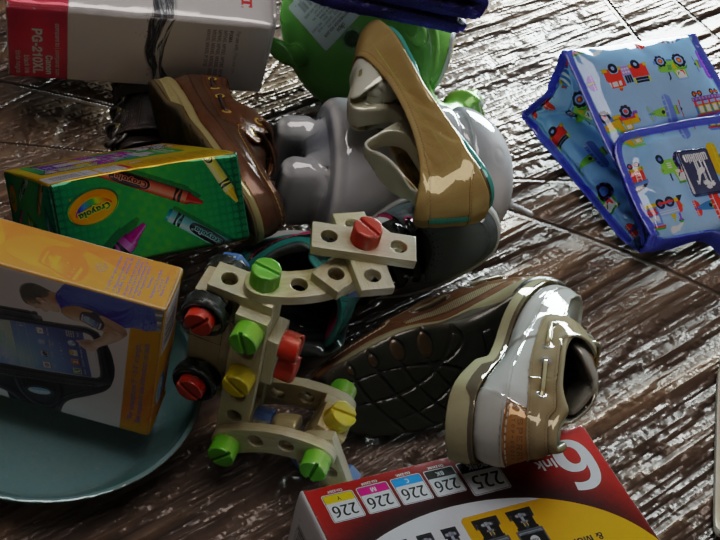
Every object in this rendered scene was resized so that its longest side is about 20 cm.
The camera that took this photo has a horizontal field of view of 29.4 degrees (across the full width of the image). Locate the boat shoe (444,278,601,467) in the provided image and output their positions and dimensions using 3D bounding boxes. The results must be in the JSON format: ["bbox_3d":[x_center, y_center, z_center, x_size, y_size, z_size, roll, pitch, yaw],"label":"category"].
[{"bbox_3d":[0.116,0.066,0.858,0.068,0.075,0.200,5,26,22],"label":"boat shoe"}]

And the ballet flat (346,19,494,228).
[{"bbox_3d":[0.024,-0.105,0.948,0.063,0.069,0.200,-17,48,-15],"label":"ballet flat"}]

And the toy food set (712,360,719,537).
[{"bbox_3d":[0.326,0.128,0.961,0.143,0.061,0.200,17,42,2],"label":"toy food set"}]

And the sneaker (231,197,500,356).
[{"bbox_3d":[0.000,0.000,0.927,0.199,0.084,0.121,-14,17,5],"label":"sneaker"}]

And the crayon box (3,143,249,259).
[{"bbox_3d":[-0.162,-0.046,0.917,0.118,0.058,0.200,-12,11,-20],"label":"crayon box"}]

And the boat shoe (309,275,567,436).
[{"bbox_3d":[0.055,0.056,0.960,0.200,0.076,0.074,-19,19,-23],"label":"boat shoe"}]

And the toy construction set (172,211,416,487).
[{"bbox_3d":[-0.041,0.052,0.830,0.131,0.200,0.092,20,31,6],"label":"toy construction set"}]

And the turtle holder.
[{"bbox_3d":[0.029,-0.198,1.165,0.185,0.141,0.132,22,26,17],"label":"turtle holder"}]

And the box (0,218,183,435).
[{"bbox_3d":[-0.211,0.024,0.815,0.199,0.119,0.042,14,45,-1],"label":"box"}]

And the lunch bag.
[{"bbox_3d":[0.258,-0.094,1.175,0.150,0.094,0.200,-12,61,-29],"label":"lunch bag"}]

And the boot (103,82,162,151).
[{"bbox_3d":[-0.191,-0.161,1.115,0.199,0.069,0.174,1,52,-5],"label":"boot"}]

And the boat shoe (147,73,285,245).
[{"bbox_3d":[-0.093,-0.090,0.983,0.067,0.072,0.200,-19,39,-16],"label":"boat shoe"}]

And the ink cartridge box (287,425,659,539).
[{"bbox_3d":[0.080,0.198,0.795,0.200,0.084,0.176,-10,48,-26],"label":"ink cartridge box"}]

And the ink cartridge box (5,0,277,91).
[{"bbox_3d":[-0.171,-0.224,1.078,0.199,0.084,0.145,3,56,-11],"label":"ink cartridge box"}]

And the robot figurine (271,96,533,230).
[{"bbox_3d":[0.031,-0.072,1.046,0.199,0.113,0.170,3,57,-14],"label":"robot figurine"}]

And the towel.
[{"bbox_3d":[0.008,-0.250,1.062,0.147,0.050,0.200,3,37,-16],"label":"towel"}]

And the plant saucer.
[{"bbox_3d":[-0.202,0.077,0.877,0.199,0.036,0.200,8,43,-8],"label":"plant saucer"}]
